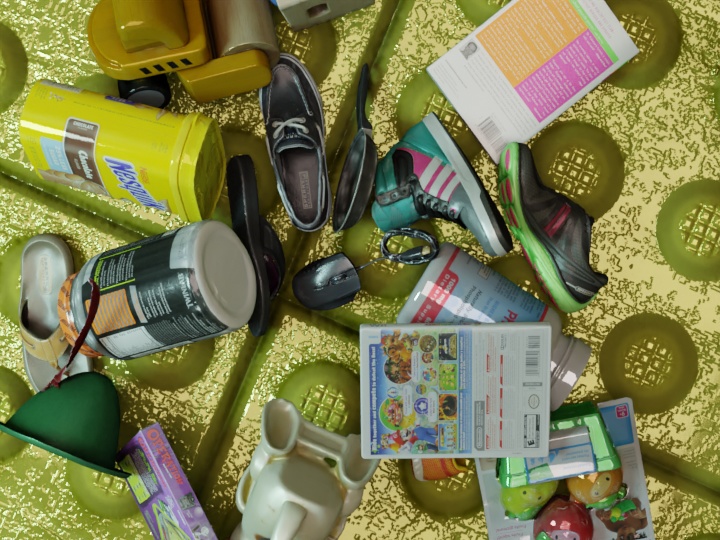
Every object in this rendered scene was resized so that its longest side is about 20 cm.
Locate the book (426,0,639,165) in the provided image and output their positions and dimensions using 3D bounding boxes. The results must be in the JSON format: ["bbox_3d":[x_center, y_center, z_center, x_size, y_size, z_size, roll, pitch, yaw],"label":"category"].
[{"bbox_3d":[0.190,-0.231,1.457,0.199,0.048,0.134,-37,92,4],"label":"book"}]

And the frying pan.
[{"bbox_3d":[-0.005,-0.125,1.462,0.031,0.115,0.192,15,48,-11],"label":"frying pan"}]

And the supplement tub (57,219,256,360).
[{"bbox_3d":[-0.222,0.026,1.422,0.198,0.122,0.124,-14,91,27],"label":"supplement tub"}]

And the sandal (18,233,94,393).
[{"bbox_3d":[-0.351,0.059,1.486,0.079,0.054,0.203,-7,91,3],"label":"sandal"}]

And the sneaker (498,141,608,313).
[{"bbox_3d":[0.211,-0.054,1.450,0.083,0.077,0.202,-27,103,-3],"label":"sneaker"}]

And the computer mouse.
[{"bbox_3d":[0.000,0.000,1.431,0.199,0.034,0.059,-23,96,35],"label":"computer mouse"}]

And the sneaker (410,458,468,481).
[{"bbox_3d":[0.076,0.140,1.440,0.076,0.073,0.202,-13,123,4],"label":"sneaker"}]

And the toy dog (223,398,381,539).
[{"bbox_3d":[-0.075,0.277,1.423,0.138,0.195,0.201,18,126,-11],"label":"toy dog"}]

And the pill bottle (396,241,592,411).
[{"bbox_3d":[0.147,0.065,1.433,0.199,0.109,0.109,32,93,3],"label":"pill bottle"}]

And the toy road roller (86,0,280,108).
[{"bbox_3d":[-0.193,-0.263,1.409,0.197,0.146,0.124,-13,68,-1],"label":"toy road roller"}]

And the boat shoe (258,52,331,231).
[{"bbox_3d":[-0.073,-0.143,1.459,0.071,0.068,0.203,-8,90,3],"label":"boat shoe"}]

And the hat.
[{"bbox_3d":[-0.293,0.116,1.434,0.165,0.199,0.178,26,79,-31],"label":"hat"}]

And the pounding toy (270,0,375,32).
[{"bbox_3d":[-0.082,-0.362,1.388,0.141,0.200,0.186,-19,91,3],"label":"pounding toy"}]

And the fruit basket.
[{"bbox_3d":[0.225,0.253,1.443,0.183,0.094,0.203,-10,91,3],"label":"fruit basket"}]

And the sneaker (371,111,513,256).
[{"bbox_3d":[0.075,-0.070,1.421,0.120,0.084,0.201,-34,52,9],"label":"sneaker"}]

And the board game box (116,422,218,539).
[{"bbox_3d":[-0.202,0.274,1.445,0.032,0.120,0.202,-24,82,-27],"label":"board game box"}]

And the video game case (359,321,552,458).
[{"bbox_3d":[0.099,0.125,1.373,0.197,0.018,0.145,-1,104,0],"label":"video game case"}]

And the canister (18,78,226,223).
[{"bbox_3d":[-0.255,-0.129,1.428,0.197,0.149,0.088,15,69,6],"label":"canister"}]

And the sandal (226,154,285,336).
[{"bbox_3d":[-0.111,-0.029,1.467,0.047,0.075,0.203,-6,90,-23],"label":"sandal"}]
